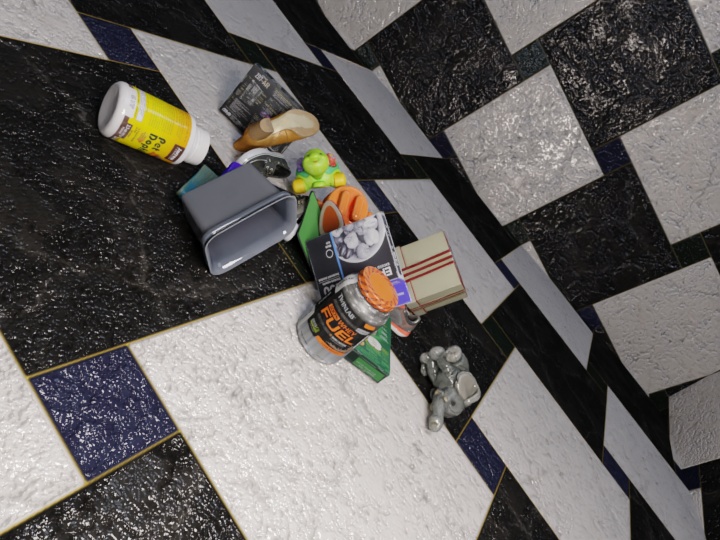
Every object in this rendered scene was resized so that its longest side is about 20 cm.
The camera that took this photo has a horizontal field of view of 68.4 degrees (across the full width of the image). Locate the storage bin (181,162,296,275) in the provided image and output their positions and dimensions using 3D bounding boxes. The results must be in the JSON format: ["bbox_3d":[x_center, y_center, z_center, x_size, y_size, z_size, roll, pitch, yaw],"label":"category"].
[{"bbox_3d":[-0.241,-0.106,1.032,0.199,0.146,0.135,-32,67,-24],"label":"storage bin"}]

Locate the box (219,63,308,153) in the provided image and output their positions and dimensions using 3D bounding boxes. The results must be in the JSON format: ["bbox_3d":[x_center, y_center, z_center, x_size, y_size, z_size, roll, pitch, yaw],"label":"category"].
[{"bbox_3d":[-0.253,-0.420,1.421,0.200,0.160,0.044,42,19,-12],"label":"box"}]

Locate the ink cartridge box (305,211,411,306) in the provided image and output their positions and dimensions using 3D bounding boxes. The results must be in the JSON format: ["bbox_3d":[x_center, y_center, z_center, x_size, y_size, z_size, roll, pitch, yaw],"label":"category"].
[{"bbox_3d":[-0.008,0.001,1.154,0.043,0.196,0.203,-13,84,-66],"label":"ink cartridge box"}]

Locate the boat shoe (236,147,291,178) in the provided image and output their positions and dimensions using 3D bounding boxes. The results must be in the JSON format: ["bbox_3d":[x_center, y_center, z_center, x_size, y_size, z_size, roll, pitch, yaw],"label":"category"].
[{"bbox_3d":[-0.239,-0.267,1.353,0.057,0.068,0.200,53,24,7],"label":"boat shoe"}]

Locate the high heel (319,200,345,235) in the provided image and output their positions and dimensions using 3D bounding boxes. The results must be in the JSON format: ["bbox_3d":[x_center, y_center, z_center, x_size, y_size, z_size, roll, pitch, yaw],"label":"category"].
[{"bbox_3d":[-0.057,-0.072,1.324,0.096,0.066,0.204,-20,103,-78],"label":"high heel"}]

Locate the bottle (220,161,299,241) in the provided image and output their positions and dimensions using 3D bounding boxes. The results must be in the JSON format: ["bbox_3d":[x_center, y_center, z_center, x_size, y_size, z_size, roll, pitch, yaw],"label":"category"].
[{"bbox_3d":[-0.222,-0.143,1.156,0.200,0.083,0.066,41,20,-22],"label":"bottle"}]

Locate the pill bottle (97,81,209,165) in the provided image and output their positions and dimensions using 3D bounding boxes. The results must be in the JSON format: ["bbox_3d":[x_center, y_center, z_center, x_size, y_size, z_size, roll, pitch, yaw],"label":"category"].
[{"bbox_3d":[-0.408,-0.285,1.065,0.198,0.109,0.110,18,39,-46],"label":"pill bottle"}]

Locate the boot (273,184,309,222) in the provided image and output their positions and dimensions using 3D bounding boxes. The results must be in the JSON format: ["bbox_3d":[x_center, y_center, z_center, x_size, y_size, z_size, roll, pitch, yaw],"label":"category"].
[{"bbox_3d":[-0.199,-0.180,1.295,0.153,0.074,0.204,34,17,-8],"label":"boot"}]

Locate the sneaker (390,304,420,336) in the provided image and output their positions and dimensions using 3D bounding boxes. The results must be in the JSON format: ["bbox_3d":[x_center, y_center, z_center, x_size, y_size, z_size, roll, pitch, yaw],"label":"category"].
[{"bbox_3d":[0.075,0.085,1.363,0.199,0.082,0.078,38,28,-23],"label":"sneaker"}]

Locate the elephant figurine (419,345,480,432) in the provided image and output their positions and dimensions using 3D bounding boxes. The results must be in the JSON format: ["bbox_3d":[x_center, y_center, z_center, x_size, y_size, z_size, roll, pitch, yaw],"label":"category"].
[{"bbox_3d":[0.216,0.296,1.290,0.142,0.152,0.203,89,-8,-60],"label":"elephant figurine"}]

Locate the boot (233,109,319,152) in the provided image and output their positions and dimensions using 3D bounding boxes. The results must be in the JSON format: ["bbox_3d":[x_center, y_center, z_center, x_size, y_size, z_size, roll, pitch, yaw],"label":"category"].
[{"bbox_3d":[-0.219,-0.355,1.370,0.199,0.143,0.072,-18,93,-41],"label":"boot"}]

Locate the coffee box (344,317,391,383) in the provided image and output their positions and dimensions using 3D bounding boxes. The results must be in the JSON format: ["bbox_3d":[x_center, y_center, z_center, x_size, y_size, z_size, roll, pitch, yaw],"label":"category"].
[{"bbox_3d":[0.016,0.151,1.229,0.123,0.044,0.201,39,28,-21],"label":"coffee box"}]

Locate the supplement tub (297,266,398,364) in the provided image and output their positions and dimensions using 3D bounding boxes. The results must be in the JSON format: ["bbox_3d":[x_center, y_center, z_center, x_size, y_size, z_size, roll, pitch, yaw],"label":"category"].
[{"bbox_3d":[-0.025,0.089,1.069,0.122,0.200,0.123,35,29,-23],"label":"supplement tub"}]

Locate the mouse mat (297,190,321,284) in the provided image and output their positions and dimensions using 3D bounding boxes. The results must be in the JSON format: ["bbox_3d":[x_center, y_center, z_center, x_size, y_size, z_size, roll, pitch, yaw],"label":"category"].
[{"bbox_3d":[-0.107,-0.077,1.270,0.201,0.007,0.163,-82,158,-51],"label":"mouse mat"}]

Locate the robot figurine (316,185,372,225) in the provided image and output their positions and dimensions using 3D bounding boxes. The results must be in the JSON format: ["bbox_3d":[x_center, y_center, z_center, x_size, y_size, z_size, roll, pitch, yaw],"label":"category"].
[{"bbox_3d":[-0.049,-0.159,1.403,0.118,0.142,0.200,68,-15,-3],"label":"robot figurine"}]

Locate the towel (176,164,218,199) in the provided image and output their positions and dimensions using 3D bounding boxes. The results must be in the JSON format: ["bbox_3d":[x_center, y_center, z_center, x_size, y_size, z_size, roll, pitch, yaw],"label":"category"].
[{"bbox_3d":[-0.290,-0.128,1.145,0.200,0.022,0.147,44,28,-17],"label":"towel"}]

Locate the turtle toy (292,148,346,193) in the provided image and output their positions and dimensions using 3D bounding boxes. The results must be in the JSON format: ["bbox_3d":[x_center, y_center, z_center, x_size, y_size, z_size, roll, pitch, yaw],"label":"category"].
[{"bbox_3d":[-0.112,-0.261,1.385,0.200,0.143,0.103,-118,-161,-82],"label":"turtle toy"}]

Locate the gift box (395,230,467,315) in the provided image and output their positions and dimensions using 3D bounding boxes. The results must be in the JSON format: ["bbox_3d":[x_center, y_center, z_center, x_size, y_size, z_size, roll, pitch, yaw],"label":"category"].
[{"bbox_3d":[0.173,0.005,1.461,0.200,0.184,0.187,44,27,-62],"label":"gift box"}]
